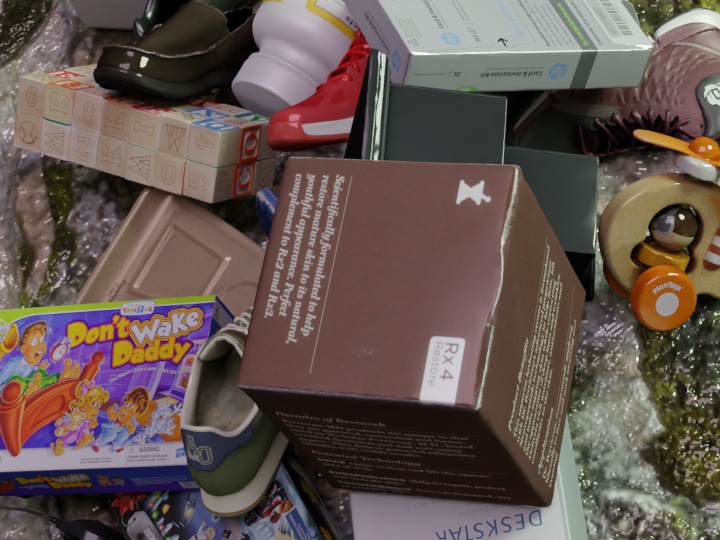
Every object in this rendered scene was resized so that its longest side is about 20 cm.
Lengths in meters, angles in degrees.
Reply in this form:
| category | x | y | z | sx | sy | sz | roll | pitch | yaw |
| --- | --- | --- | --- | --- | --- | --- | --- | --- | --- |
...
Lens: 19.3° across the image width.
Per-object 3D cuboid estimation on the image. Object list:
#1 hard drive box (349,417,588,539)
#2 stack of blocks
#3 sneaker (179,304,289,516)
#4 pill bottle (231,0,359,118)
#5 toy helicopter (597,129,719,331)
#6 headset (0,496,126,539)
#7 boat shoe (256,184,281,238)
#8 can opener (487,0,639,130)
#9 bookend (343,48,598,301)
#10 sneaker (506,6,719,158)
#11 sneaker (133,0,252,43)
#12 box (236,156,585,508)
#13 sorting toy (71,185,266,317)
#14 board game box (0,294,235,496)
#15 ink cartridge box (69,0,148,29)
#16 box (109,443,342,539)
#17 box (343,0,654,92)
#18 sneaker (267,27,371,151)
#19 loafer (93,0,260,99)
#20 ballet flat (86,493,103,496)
| category | x | y | z | sx | sy | sz | roll | pitch | yaw |
| --- | --- | --- | --- | --- | --- | --- | --- | --- | --- |
| hard drive box | 0.075 | 0.163 | 1.487 | 0.154 | 0.077 | 0.202 | -14 | 59 | 12 |
| stack of blocks | -0.163 | -0.112 | 1.688 | 0.199 | 0.115 | 0.059 | 17 | 108 | 28 |
| sneaker | -0.074 | 0.066 | 1.483 | 0.066 | 0.090 | 0.201 | 4 | 52 | 24 |
| pill bottle | -0.019 | -0.207 | 1.701 | 0.111 | 0.111 | 0.201 | 24 | 71 | 28 |
| toy helicopter | 0.265 | -0.045 | 1.516 | 0.198 | 0.133 | 0.079 | -12 | 24 | -8 |
| headset | -0.220 | 0.230 | 1.569 | 0.123 | 0.094 | 0.201 | -34 | 72 | -1 |
| boat shoe | 0.000 | 0.000 | 1.609 | 0.072 | 0.072 | 0.200 | -37 | 70 | -16 |
| can opener | 0.136 | -0.147 | 1.662 | 0.200 | 0.053 | 0.067 | -43 | 25 | -6 |
| bookend | 0.088 | -0.062 | 1.492 | 0.197 | 0.200 | 0.093 | 6 | 70 | -3 |
| sneaker | 0.212 | -0.108 | 1.591 | 0.199 | 0.076 | 0.116 | -32 | 60 | -1 |
| sneaker | -0.129 | -0.248 | 1.775 | 0.075 | 0.091 | 0.201 | 10 | 65 | 25 |
| box | 0.040 | 0.043 | 1.394 | 0.163 | 0.200 | 0.167 | 4 | 67 | 21 |
| sorting toy | -0.131 | 0.056 | 1.624 | 0.199 | 0.036 | 0.186 | 34 | 93 | 26 |
| board game box | -0.196 | 0.093 | 1.550 | 0.198 | 0.045 | 0.136 | -5 | 60 | 21 |
| ink cartridge box | -0.195 | -0.326 | 1.807 | 0.083 | 0.146 | 0.202 | 5 | 65 | 19 |
| box | -0.090 | 0.193 | 1.497 | 0.137 | 0.040 | 0.200 | -43 | 46 | 10 |
| box | 0.095 | -0.192 | 1.558 | 0.198 | 0.041 | 0.156 | -3 | 42 | -24 |
| sneaker | -0.004 | -0.161 | 1.615 | 0.078 | 0.199 | 0.117 | -7 | 99 | 44 |
| loafer | -0.143 | -0.179 | 1.681 | 0.072 | 0.200 | 0.072 | 10 | 103 | 26 |
| ballet flat | -0.259 | 0.101 | 1.634 | 0.199 | 0.067 | 0.068 | 29 | 103 | 34 |
